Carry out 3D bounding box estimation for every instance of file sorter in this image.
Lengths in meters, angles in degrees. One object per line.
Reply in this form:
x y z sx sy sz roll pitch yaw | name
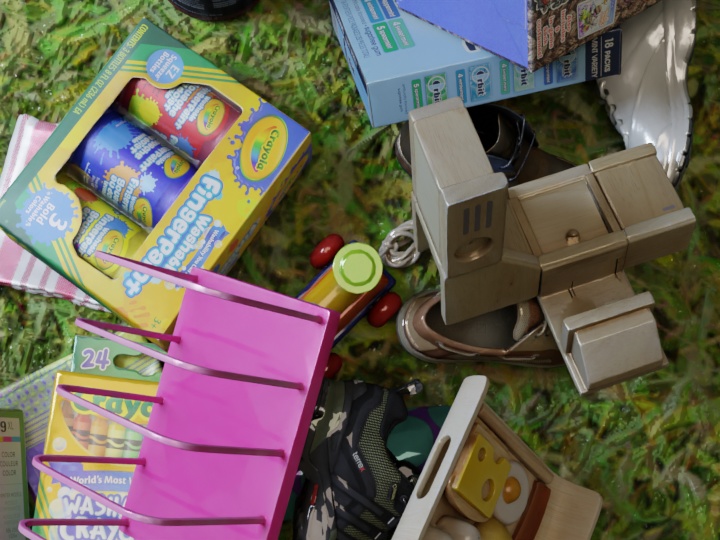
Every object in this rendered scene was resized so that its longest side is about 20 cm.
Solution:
-0.127 0.100 0.783 0.138 0.125 0.202 16 89 37 | file sorter

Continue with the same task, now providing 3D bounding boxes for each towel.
-0.206 -0.042 0.967 0.198 0.030 0.148 12 80 0 | towel
-0.195 0.158 0.940 0.143 0.023 0.201 -26 83 -5 | towel

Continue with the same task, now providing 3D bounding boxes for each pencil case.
-0.008 0.156 0.911 0.198 0.085 0.093 -3 118 -5 | pencil case

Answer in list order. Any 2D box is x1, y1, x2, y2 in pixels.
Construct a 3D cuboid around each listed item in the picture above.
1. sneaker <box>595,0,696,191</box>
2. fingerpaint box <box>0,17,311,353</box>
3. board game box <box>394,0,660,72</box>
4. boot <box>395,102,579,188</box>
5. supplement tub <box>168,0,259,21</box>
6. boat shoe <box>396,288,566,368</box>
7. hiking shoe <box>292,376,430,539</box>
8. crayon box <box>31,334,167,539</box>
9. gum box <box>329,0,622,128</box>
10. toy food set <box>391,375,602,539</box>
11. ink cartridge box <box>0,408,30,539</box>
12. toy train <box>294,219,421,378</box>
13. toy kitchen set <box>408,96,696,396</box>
0.237 -0.142 0.989 0.086 0.075 0.202 2 74 10 | sneaker
-0.160 -0.067 0.924 0.166 0.073 0.201 35 79 6 | fingerpaint box
0.145 -0.257 0.897 0.199 0.097 0.159 -30 44 -24 | board game box
0.124 -0.081 0.952 0.198 0.097 0.075 18 81 1 | boot
-0.122 -0.279 0.922 0.106 0.200 0.108 1 80 -3 | supplement tub
0.131 0.042 0.942 0.198 0.072 0.077 -7 82 -9 | boat shoe
0.002 0.175 0.834 0.100 0.076 0.202 1 102 -5 | hiking shoe
-0.179 0.153 0.905 0.124 0.052 0.202 6 80 -1 | crayon box
0.086 -0.195 0.947 0.198 0.045 0.171 -14 40 -4 | gum box
0.105 0.185 0.851 0.060 0.200 0.144 7 62 42 | toy food set
-0.316 0.159 0.904 0.103 0.059 0.202 -9 81 12 | ink cartridge box
0.000 0.000 0.925 0.085 0.116 0.200 44 82 4 | toy train
0.154 -0.024 0.828 0.198 0.181 0.164 -18 62 -5 | toy kitchen set
